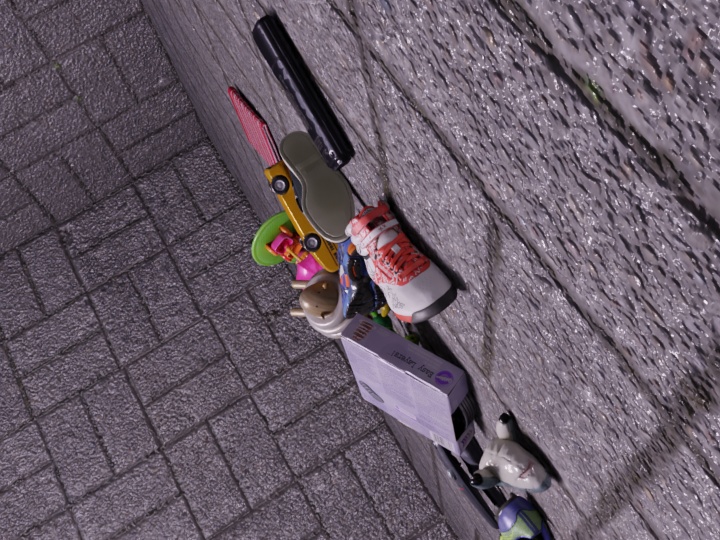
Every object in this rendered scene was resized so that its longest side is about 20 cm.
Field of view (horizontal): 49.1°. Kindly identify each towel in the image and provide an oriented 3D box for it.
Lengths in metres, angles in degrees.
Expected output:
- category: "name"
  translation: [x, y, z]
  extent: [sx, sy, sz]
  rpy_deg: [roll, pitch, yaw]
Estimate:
- category: "towel"
  translation: [-0.215, -0.290, 1.645]
  extent: [0.200, 0.022, 0.146]
  rpy_deg: [49, 165, 45]

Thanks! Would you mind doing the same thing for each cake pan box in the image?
- category: "cake pan box"
  translation: [0.073, 0.168, 1.138]
  extent: [0.199, 0.052, 0.185]
  rpy_deg: [26, 154, 31]

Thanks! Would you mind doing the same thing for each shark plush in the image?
- category: "shark plush"
  translation: [0.185, 0.254, 0.967]
  extent: [0.083, 0.091, 0.201]
  rpy_deg: [25, 156, 15]

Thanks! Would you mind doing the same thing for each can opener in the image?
- category: "can opener"
  translation: [0.183, 0.343, 1.301]
  extent: [0.202, 0.063, 0.079]
  rpy_deg: [61, 172, -10]

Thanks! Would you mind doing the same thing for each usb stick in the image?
- category: "usb stick"
  translation: [-0.071, -0.215, 0.956]
  extent: [0.202, 0.032, 0.055]
  rpy_deg: [60, 165, -1]

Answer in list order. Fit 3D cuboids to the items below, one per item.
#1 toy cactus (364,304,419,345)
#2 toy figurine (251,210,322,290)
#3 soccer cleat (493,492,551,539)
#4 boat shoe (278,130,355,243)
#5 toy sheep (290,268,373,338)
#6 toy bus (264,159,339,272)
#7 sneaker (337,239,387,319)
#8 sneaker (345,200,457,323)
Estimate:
- category: "toy cactus"
  translation: [0.054, 0.135, 1.306]
  extent: [0.200, 0.102, 0.165]
  rpy_deg: [47, 178, 21]
- category: "toy figurine"
  translation: [-0.118, -0.014, 1.756]
  extent: [0.184, 0.151, 0.200]
  rpy_deg: [44, -173, 31]
- category: "soccer cleat"
  translation: [0.242, 0.396, 1.132]
  extent: [0.084, 0.064, 0.201]
  rpy_deg: [43, 163, 43]
- category: "boat shoe"
  translation: [-0.057, -0.108, 1.115]
  extent: [0.200, 0.074, 0.066]
  rpy_deg: [56, 174, 30]
- category: "toy sheep"
  translation: [-0.039, 0.056, 1.391]
  extent: [0.199, 0.138, 0.139]
  rpy_deg: [4, -133, -58]
- category: "toy bus"
  translation: [-0.083, -0.095, 1.312]
  extent: [0.202, 0.078, 0.065]
  rpy_deg: [61, 173, -12]
- category: "sneaker"
  translation: [0.000, 0.000, 1.176]
  extent: [0.201, 0.074, 0.079]
  rpy_deg: [95, 157, -51]
- category: "sneaker"
  translation: [0.036, -0.015, 0.883]
  extent: [0.109, 0.067, 0.201]
  rpy_deg: [59, 175, -17]
